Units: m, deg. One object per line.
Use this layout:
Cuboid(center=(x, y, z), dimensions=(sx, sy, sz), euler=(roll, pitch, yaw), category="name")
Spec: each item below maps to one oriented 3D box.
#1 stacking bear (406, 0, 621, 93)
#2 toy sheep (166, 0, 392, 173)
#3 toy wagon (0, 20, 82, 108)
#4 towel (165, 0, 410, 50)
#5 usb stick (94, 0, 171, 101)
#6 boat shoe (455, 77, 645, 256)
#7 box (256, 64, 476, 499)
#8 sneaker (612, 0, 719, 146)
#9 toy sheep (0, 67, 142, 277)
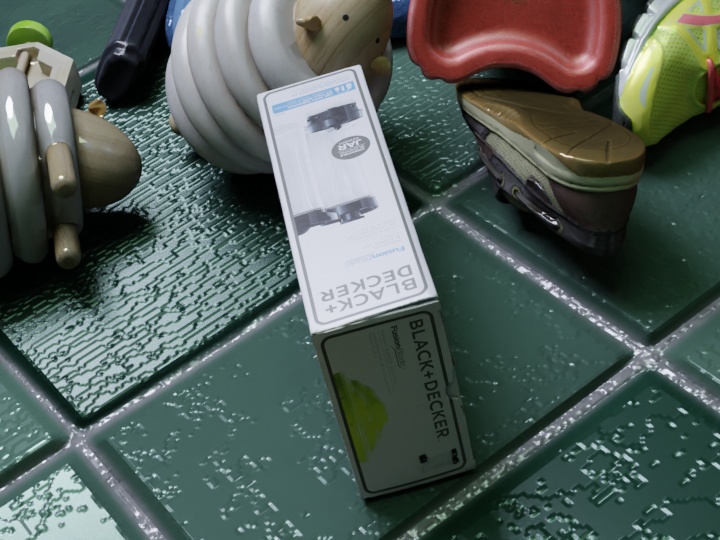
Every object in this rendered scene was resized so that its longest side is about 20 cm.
Cuboid(center=(0.088, -0.183, 0.903), dimensions=(0.120, 0.115, 0.200), euler=(5, 15, -2), category="stacking bear")
Cuboid(center=(-0.052, -0.123, 0.868), dimensions=(0.200, 0.138, 0.138), euler=(-27, 22, 50), category="toy sheep")
Cuboid(center=(-0.295, -0.107, 1.009), dimensions=(0.198, 0.040, 0.156), euler=(-9, 41, 9), category="toy wagon")
Cuboid(center=(-0.036, -0.201, 1.027), dimensions=(0.198, 0.049, 0.112), euler=(-3, 43, 13), category="towel")
Cuboid(center=(-0.154, -0.198, 1.061), dimensions=(0.032, 0.055, 0.201), euler=(28, 41, -17), category="usb stick")
Cuboid(center=(0.097, -0.063, 0.816), dimensions=(0.073, 0.065, 0.200), euler=(-1, 20, -11), category="boat shoe")
Cuboid(center=(0.000, 0.000, 0.737), dimensions=(0.060, 0.117, 0.201), euler=(-15, 41, -1), category="box")
Cuboid(center=(0.226, -0.133, 0.851), dimensions=(0.200, 0.078, 0.090), euler=(-40, 56, -22), category="sneaker")
Cuboid(center=(-0.229, -0.056, 0.862), dimensions=(0.198, 0.139, 0.138), euler=(-4, 38, -14), category="toy sheep")
